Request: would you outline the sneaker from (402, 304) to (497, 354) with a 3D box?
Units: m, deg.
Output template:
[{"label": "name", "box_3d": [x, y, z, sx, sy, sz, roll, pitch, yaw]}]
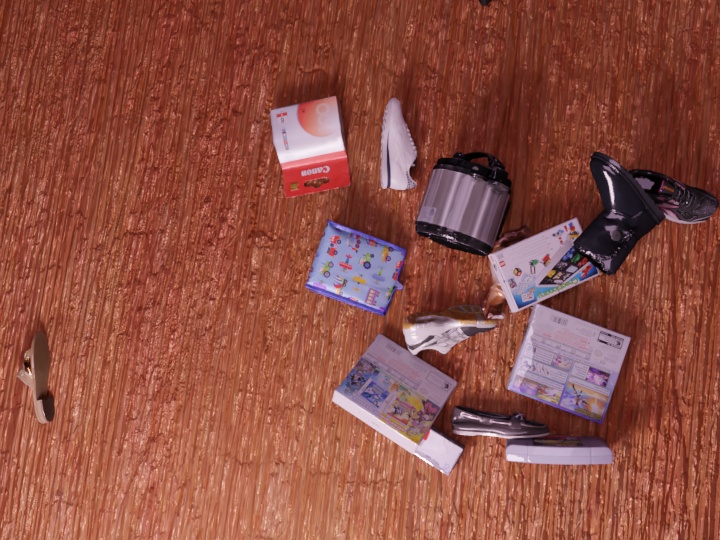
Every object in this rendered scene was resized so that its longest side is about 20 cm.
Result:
[{"label": "sneaker", "box_3d": [0.189, 0.129, 1.558, 0.198, 0.076, 0.089, -5, 113, 2]}]

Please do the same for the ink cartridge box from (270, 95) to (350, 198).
[{"label": "ink cartridge box", "box_3d": [-0.114, -0.278, 1.673, 0.160, 0.050, 0.202, -9, 78, 11]}]

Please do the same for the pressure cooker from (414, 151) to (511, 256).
[{"label": "pressure cooker", "box_3d": [0.217, -0.146, 1.521, 0.174, 0.179, 0.202, 17, 88, 16]}]

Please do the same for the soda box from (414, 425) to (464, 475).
[{"label": "soda box", "box_3d": [0.116, 0.341, 1.540, 0.199, 0.068, 0.064, 31, 90, 14]}]

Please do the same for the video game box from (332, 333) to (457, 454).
[{"label": "video game box", "box_3d": [0.072, 0.248, 1.520, 0.199, 0.047, 0.182, 31, 48, 14]}]

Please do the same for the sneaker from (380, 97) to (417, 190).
[{"label": "sneaker", "box_3d": [0.085, -0.276, 1.626, 0.080, 0.076, 0.202, 1, 88, 1]}]

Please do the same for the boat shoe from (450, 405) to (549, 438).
[{"label": "boat shoe", "box_3d": [0.282, 0.307, 1.510, 0.198, 0.067, 0.058, -1, 88, 15]}]

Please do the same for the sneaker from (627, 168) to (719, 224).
[{"label": "sneaker", "box_3d": [0.613, -0.150, 1.483, 0.198, 0.086, 0.081, 16, 88, 13]}]

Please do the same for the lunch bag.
[{"label": "lunch bag", "box_3d": [0.000, 0.000, 1.603, 0.198, 0.094, 0.152, 19, 85, 4]}]

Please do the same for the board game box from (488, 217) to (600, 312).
[{"label": "board game box", "box_3d": [0.373, -0.012, 1.506, 0.198, 0.035, 0.127, -22, 88, -10]}]

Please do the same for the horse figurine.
[{"label": "horse figurine", "box_3d": [0.313, 0.005, 1.538, 0.131, 0.050, 0.202, 0, 82, -1]}]

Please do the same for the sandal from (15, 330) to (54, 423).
[{"label": "sandal", "box_3d": [-0.770, 0.252, 1.733, 0.069, 0.078, 0.214, -9, 86, 5]}]

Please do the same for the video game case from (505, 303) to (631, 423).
[{"label": "video game case", "box_3d": [0.416, 0.186, 1.494, 0.198, 0.045, 0.183, 20, 87, 5]}]

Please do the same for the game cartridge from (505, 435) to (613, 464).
[{"label": "game cartridge", "box_3d": [0.384, 0.349, 1.448, 0.198, 0.133, 0.041, -2, 90, 11]}]

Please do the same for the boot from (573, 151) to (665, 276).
[{"label": "boot", "box_3d": [0.478, -0.108, 1.457, 0.200, 0.076, 0.168, 44, 91, -10]}]

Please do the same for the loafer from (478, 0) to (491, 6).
[{"label": "loafer", "box_3d": [0.280, -0.680, 1.624, 0.071, 0.073, 0.202, -4, 82, 13]}]
